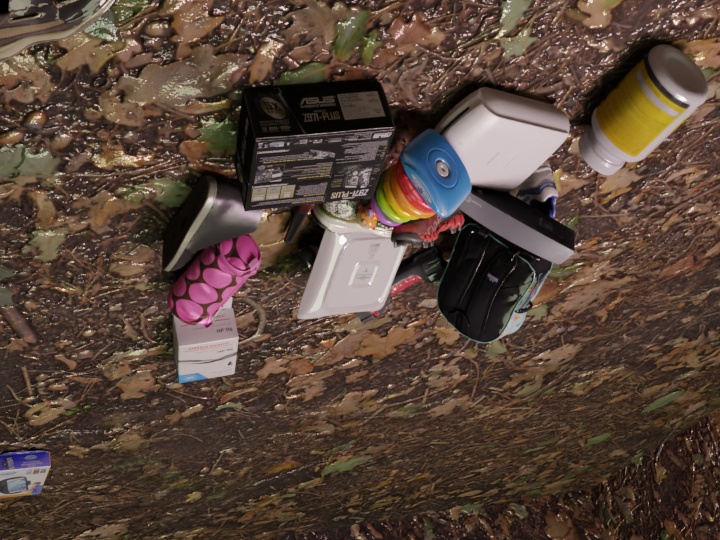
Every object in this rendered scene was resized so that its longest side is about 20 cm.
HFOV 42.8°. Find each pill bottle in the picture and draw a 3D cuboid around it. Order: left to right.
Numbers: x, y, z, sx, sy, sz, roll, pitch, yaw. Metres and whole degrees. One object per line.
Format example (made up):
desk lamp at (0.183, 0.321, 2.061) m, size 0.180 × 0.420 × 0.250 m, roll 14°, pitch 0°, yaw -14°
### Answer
pill bottle at (0.428, -0.240, 1.414) m, size 0.110 × 0.114 × 0.200 m, roll 2°, pitch 147°, yaw -32°

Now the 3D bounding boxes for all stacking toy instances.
stacking toy at (0.056, -0.110, 1.371) m, size 0.199 × 0.117 × 0.110 m, roll -29°, pitch -169°, yaw 45°

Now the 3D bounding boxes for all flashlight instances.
flashlight at (0.077, 0.031, 1.750) m, size 0.198 × 0.069 × 0.068 m, roll -26°, pitch 150°, yaw 18°

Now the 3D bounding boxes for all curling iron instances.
curling iron at (-0.098, -0.105, 1.455) m, size 0.049 × 0.026 × 0.201 m, roll 2°, pitch 149°, yaw -14°

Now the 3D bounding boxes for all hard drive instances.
hard drive at (0.251, -0.082, 1.483) m, size 0.043 × 0.198 × 0.135 m, roll -61°, pitch 177°, yaw 21°

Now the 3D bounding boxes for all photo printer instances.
photo printer at (0.199, -0.198, 1.405) m, size 0.197 × 0.070 × 0.166 m, roll 6°, pitch 144°, yaw -36°

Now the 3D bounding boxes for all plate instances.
plate at (0.000, 0.000, 1.583) m, size 0.197 × 0.032 × 0.202 m, roll -4°, pitch 125°, yaw -40°

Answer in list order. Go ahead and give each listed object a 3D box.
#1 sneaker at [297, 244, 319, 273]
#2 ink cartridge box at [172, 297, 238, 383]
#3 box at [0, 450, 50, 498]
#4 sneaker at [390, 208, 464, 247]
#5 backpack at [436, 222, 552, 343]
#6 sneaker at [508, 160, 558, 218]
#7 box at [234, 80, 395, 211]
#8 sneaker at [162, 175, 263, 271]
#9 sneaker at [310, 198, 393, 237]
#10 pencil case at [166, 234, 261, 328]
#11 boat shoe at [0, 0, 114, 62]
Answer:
sneaker at (-0.035, -0.017, 1.617) m, size 0.080 × 0.074 × 0.199 m, roll -44°, pitch 149°, yaw 17°
ink cartridge box at (-0.292, 0.132, 1.724) m, size 0.114 × 0.069 × 0.201 m, roll -9°, pitch 150°, yaw -16°
box at (-0.772, 0.460, 2.074) m, size 0.117 × 0.042 × 0.200 m, roll 0°, pitch 150°, yaw -28°
sneaker at (0.104, -0.095, 1.469) m, size 0.070 × 0.100 × 0.200 m, roll 5°, pitch -161°, yaw 31°
backpack at (0.240, 0.023, 1.671) m, size 0.153 × 0.175 × 0.202 m, roll -13°, pitch 133°, yaw -58°
sneaker at (0.298, -0.108, 1.605) m, size 0.074 × 0.089 × 0.201 m, roll -16°, pitch 153°, yaw -4°
box at (-0.068, -0.173, 1.284) m, size 0.196 × 0.087 × 0.165 m, roll -8°, pitch 151°, yaw -16°
sneaker at (-0.228, -0.056, 1.405) m, size 0.105 × 0.076 × 0.200 m, roll 14°, pitch 139°, yaw -31°
sneaker at (0.021, -0.109, 1.476) m, size 0.197 × 0.077 × 0.089 m, roll -3°, pitch 136°, yaw -32°
pencil case at (-0.238, 0.014, 1.517) m, size 0.090 × 0.094 × 0.200 m, roll -32°, pitch 172°, yaw -47°
boat shoe at (-0.339, -0.282, 0.952) m, size 0.197 × 0.075 × 0.073 m, roll -24°, pitch 152°, yaw 10°
